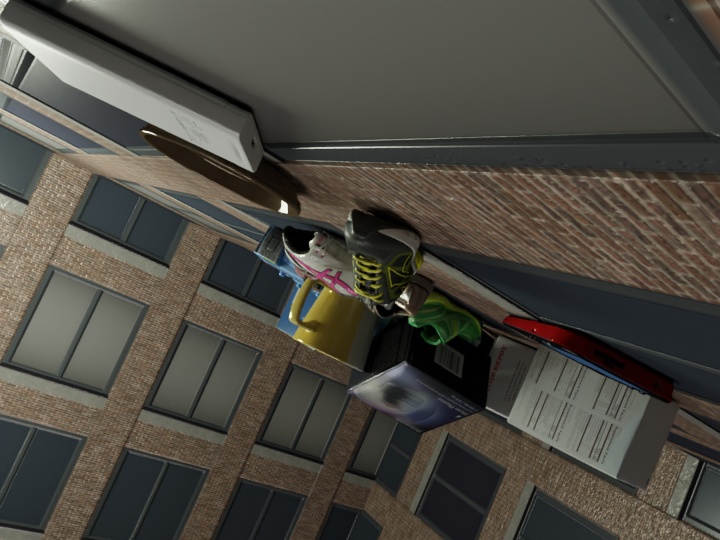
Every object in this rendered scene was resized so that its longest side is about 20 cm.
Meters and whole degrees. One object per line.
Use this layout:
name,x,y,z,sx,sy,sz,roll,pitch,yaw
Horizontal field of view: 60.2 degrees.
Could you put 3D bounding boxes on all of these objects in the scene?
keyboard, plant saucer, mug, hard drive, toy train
keyboard,0.274,0.194,1.344,0.020,0.129,0.199,-9,158,28
plant saucer,-0.154,-0.119,0.710,0.198,0.030,0.200,25,175,2
mug,-0.034,0.087,1.166,0.148,0.155,0.187,24,172,13
hard drive,-0.182,-0.150,0.533,0.198,0.027,0.132,26,175,-3
toy train,-0.120,-0.013,1.276,0.198,0.087,0.114,28,172,28

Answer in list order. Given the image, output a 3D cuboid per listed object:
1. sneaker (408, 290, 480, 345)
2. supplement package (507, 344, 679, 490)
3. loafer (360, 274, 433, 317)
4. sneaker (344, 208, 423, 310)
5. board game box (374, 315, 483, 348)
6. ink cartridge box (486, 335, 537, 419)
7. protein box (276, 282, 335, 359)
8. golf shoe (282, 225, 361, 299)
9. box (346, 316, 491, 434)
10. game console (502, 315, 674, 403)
sneaker,0.144,0.093,1.107,0.074,0.085,0.199,19,173,46
supplement package,0.385,0.240,1.033,0.199,0.153,0.151,20,173,46
loafer,0.045,0.049,1.035,0.071,0.064,0.199,32,159,-19
sneaker,0.025,-0.003,0.690,0.074,0.086,0.200,22,174,21
board game box,0.125,0.132,1.247,0.197,0.047,0.152,17,143,-2
ink cartridge box,0.346,0.238,1.237,0.198,0.147,0.084,21,176,34
protein box,-0.074,0.097,1.534,0.134,0.203,0.197,28,174,-36
golf shoe,-0.044,-0.015,0.966,0.198,0.073,0.092,16,152,32
box,0.113,0.205,1.205,0.199,0.125,0.198,32,140,-19
game console,0.315,0.122,0.868,0.198,0.031,0.177,27,174,-15
